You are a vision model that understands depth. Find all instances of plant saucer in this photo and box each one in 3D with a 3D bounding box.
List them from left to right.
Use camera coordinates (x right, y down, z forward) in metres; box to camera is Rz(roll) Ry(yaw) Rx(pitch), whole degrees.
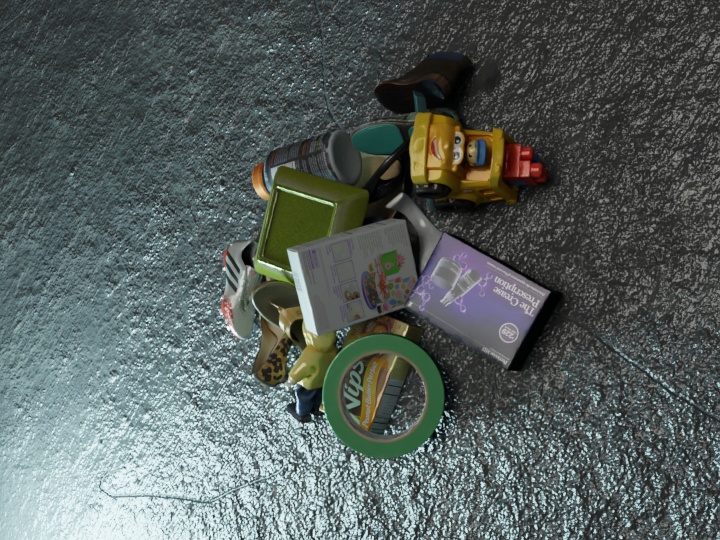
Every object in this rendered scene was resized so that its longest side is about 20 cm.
[{"bbox_3d":[-0.099,-0.066,1.539,0.199,0.048,0.201,19,100,29],"label":"plant saucer"},{"bbox_3d":[0.005,-0.144,1.629,0.200,0.035,0.201,-10,72,34],"label":"plant saucer"},{"bbox_3d":[0.111,-0.200,1.498,0.019,0.070,0.201,-7,109,2],"label":"plant saucer"}]

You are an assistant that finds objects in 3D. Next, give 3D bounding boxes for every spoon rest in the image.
[{"bbox_3d":[0.120,-0.042,1.516,0.099,0.061,0.200,-38,73,24],"label":"spoon rest"}]

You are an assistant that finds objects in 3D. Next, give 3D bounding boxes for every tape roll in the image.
[{"bbox_3d":[0.039,0.203,1.452,0.200,0.048,0.201,0,88,7],"label":"tape roll"}]

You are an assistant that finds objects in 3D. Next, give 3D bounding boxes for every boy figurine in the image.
[{"bbox_3d":[-0.084,0.168,1.541,0.064,0.124,0.201,27,121,33],"label":"boy figurine"}]

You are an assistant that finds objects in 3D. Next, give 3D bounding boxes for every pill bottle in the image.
[{"bbox_3d":[-0.104,-0.185,1.631,0.199,0.106,0.107,-11,72,34],"label":"pill bottle"}]

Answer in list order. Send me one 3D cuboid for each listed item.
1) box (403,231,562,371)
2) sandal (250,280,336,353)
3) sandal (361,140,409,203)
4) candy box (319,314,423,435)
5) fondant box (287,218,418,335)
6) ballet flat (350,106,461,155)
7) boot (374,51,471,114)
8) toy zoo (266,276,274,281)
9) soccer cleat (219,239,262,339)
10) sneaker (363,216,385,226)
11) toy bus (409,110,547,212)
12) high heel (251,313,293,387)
[{"bbox_3d":[0.191,0.048,1.397,0.200,0.079,0.142,31,100,25],"label":"box"},{"bbox_3d":[-0.110,0.096,1.566,0.080,0.200,0.054,-39,18,2],"label":"sandal"},{"bbox_3d":[0.032,-0.143,1.553,0.048,0.075,0.201,38,111,-3],"label":"sandal"},{"bbox_3d":[0.018,0.171,1.529,0.115,0.055,0.201,22,92,37],"label":"candy box"},{"bbox_3d":[-0.008,0.008,1.475,0.058,0.199,0.145,-165,61,-67],"label":"fondant box"},{"bbox_3d":[0.082,-0.248,1.565,0.199,0.074,0.075,-3,76,17],"label":"ballet flat"},{"bbox_3d":[0.113,-0.337,1.593,0.097,0.075,0.200,-46,29,-23],"label":"boot"},{"bbox_3d":[-0.092,0.026,1.667,0.200,0.020,0.132,-23,66,30],"label":"toy zoo"},{"bbox_3d":[-0.228,0.034,1.738,0.085,0.069,0.201,-23,61,35],"label":"soccer cleat"},{"bbox_3d":[0.000,0.000,1.567,0.074,0.082,0.201,31,99,41],"label":"sneaker"},{"bbox_3d":[0.191,-0.171,1.406,0.191,0.200,0.136,2,81,29],"label":"toy bus"},{"bbox_3d":[-0.170,0.112,1.605,0.071,0.142,0.201,-30,75,28],"label":"high heel"}]
